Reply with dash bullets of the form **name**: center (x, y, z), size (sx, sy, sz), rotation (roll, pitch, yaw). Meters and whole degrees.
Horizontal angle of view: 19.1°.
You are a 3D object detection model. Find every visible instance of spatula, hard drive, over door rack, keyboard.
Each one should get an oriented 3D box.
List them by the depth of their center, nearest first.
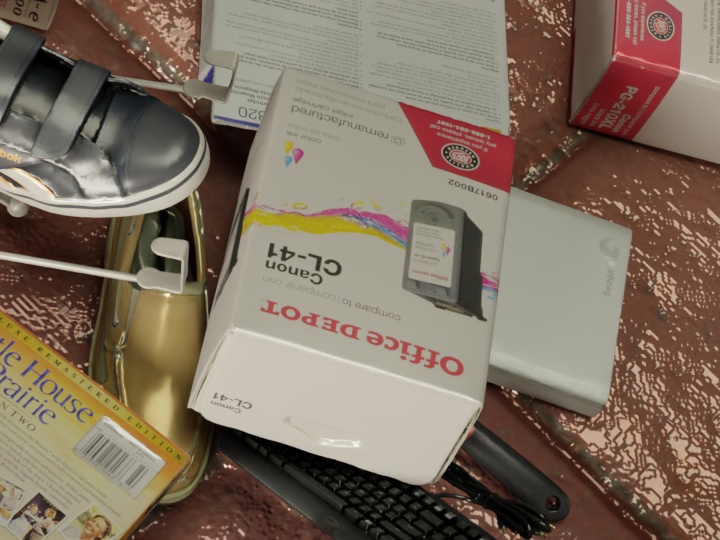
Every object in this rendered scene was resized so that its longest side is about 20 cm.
- **keyboard**: center (0.027, 0.123, 1.163), size (0.127, 0.021, 0.200), rotation (-12, 35, -44)
- **over door rack**: center (-0.173, -0.051, 1.201), size (0.199, 0.067, 0.148), rotation (3, 56, 11)
- **spatula**: center (0.044, 0.080, 1.246), size (0.200, 0.021, 0.057), rotation (40, 87, 0)
- **hard drive**: center (0.064, 0.000, 1.306), size (0.199, 0.026, 0.132), rotation (19, 56, -9)

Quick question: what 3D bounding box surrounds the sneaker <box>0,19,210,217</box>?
- **sneaker**: center (-0.180, -0.085, 1.138), size (0.199, 0.080, 0.079), rotation (10, 56, 14)

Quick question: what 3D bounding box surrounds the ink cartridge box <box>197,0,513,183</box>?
- **ink cartridge box**: center (-0.003, -0.142, 1.348), size (0.196, 0.043, 0.200), rotation (12, 55, -15)

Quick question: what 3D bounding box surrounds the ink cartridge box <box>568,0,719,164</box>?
- **ink cartridge box**: center (0.248, -0.150, 1.427), size (0.199, 0.084, 0.145), rotation (14, 57, -11)

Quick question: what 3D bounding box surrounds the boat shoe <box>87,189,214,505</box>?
- **boat shoe**: center (-0.113, 0.028, 1.190), size (0.071, 0.076, 0.201), rotation (3, 60, -19)

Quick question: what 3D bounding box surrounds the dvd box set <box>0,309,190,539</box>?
- **dvd box set**: center (-0.197, 0.117, 1.073), size (0.146, 0.029, 0.200), rotation (37, 46, 4)

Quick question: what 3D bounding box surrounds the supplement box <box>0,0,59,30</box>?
- **supplement box**: center (-0.267, -0.237, 1.290), size (0.199, 0.074, 0.126), rotation (15, 57, -12)

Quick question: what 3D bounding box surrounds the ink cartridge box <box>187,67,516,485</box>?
- **ink cartridge box**: center (0.000, 0.000, 1.184), size (0.147, 0.086, 0.200), rotation (17, 48, -9)
